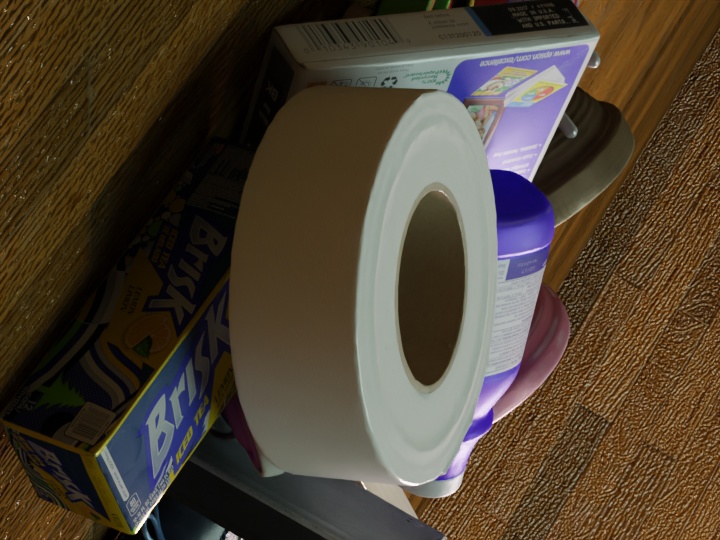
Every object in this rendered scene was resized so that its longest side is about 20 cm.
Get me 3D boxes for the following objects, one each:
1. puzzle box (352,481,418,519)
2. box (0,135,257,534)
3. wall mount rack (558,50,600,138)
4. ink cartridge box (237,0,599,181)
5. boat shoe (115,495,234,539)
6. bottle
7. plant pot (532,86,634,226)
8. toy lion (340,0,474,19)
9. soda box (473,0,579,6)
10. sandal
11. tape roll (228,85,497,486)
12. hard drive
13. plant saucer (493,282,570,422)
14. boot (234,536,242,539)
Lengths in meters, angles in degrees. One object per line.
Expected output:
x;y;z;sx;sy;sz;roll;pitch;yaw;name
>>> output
-0.033;0.122;1.387;0.026;0.132;0.200;-57;152;-19;puzzle box
-0.094;0.030;1.101;0.201;0.064;0.070;-55;146;-30;box
0.125;-0.197;1.500;0.200;0.074;0.175;93;2;-70;wall mount rack
0.018;-0.062;1.246;0.197;0.044;0.201;-10;139;-31;ink cartridge box
-0.133;0.208;1.410;0.201;0.084;0.069;-62;-177;-9;boat shoe
0.056;0.040;1.275;0.083;0.065;0.201;-9;127;-29;bottle
0.093;-0.089;1.605;0.200;0.093;0.201;-28;-162;10;plant pot
0.044;-0.164;1.363;0.200;0.068;0.193;86;28;-73;toy lion
0.105;-0.176;1.352;0.201;0.063;0.070;97;9;-48;soda box
-0.085;0.061;1.195;0.049;0.083;0.203;-18;-167;-12;sandal
0.006;0.008;1.113;0.202;0.070;0.205;3;90;-68;tape roll
-0.054;0.123;1.229;0.033;0.199;0.140;-63;171;7;hard drive
0.042;0.053;1.478;0.201;0.199;0.051;-51;124;-45;plant saucer
-0.113;0.183;1.499;0.201;0.072;0.182;-61;174;18;boot
